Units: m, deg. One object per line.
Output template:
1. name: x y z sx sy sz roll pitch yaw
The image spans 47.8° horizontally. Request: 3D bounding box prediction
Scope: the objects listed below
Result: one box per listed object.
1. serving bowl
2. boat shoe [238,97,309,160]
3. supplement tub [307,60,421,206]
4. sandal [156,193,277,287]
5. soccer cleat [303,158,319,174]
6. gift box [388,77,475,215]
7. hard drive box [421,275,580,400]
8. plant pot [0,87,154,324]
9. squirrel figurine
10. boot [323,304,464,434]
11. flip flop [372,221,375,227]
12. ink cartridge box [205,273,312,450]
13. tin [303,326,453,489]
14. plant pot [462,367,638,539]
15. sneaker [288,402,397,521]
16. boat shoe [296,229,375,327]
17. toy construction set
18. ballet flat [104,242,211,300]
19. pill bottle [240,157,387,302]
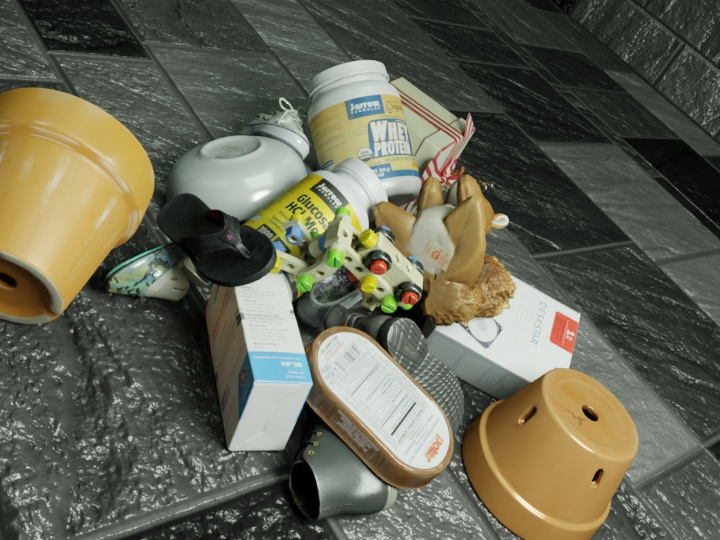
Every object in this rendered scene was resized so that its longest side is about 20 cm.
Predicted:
1. serving bowl: -0.171 -0.137 1.107 0.197 0.067 0.201 -4 31 3
2. boat shoe: -0.115 -0.218 1.236 0.074 0.086 0.201 40 -9 -25
3. supplement tub: 0.002 -0.192 1.208 0.144 0.144 0.203 -9 82 -44
4. sandal: -0.172 -0.040 0.906 0.199 0.048 0.075 28 69 38
5. soccer cleat: -0.097 -0.116 1.206 0.085 0.071 0.201 14 32 5
6. gift box: 0.078 -0.203 1.357 0.186 0.201 0.184 38 39 9
7. hard drive box: 0.195 0.088 1.147 0.198 0.077 0.157 28 51 -5
8. plant pot: -0.339 -0.054 0.856 0.198 0.201 0.185 21 50 -14
9. squirrel figurine: 0.129 -0.030 1.077 0.187 0.140 0.203 -37 115 -62
10. boot: 0.043 0.122 1.009 0.070 0.201 0.131 -43 31 -28
11. flip flop: 0.095 -0.014 1.243 0.199 0.081 0.058 37 68 -6
12. ink cartridge box: -0.118 0.082 0.901 0.066 0.117 0.201 4 42 -24
13. tin: 0.017 0.146 0.881 0.200 0.042 0.112 44 45 3
14. plant pot: 0.245 0.217 1.000 0.198 0.141 0.201 22 35 -16
15. sneaker: -0.042 0.172 0.886 0.105 0.075 0.201 3 44 -40
16. boat shoe: -0.001 0.000 1.084 0.070 0.072 0.200 46 60 6
17. toy construction set: -0.004 0.001 0.934 0.199 0.130 0.093 30 50 -48
18. ballet flat: -0.216 -0.002 0.985 0.074 0.075 0.200 40 38 13
19. pill bottle: -0.063 -0.053 1.025 0.112 0.113 0.200 42 66 16
